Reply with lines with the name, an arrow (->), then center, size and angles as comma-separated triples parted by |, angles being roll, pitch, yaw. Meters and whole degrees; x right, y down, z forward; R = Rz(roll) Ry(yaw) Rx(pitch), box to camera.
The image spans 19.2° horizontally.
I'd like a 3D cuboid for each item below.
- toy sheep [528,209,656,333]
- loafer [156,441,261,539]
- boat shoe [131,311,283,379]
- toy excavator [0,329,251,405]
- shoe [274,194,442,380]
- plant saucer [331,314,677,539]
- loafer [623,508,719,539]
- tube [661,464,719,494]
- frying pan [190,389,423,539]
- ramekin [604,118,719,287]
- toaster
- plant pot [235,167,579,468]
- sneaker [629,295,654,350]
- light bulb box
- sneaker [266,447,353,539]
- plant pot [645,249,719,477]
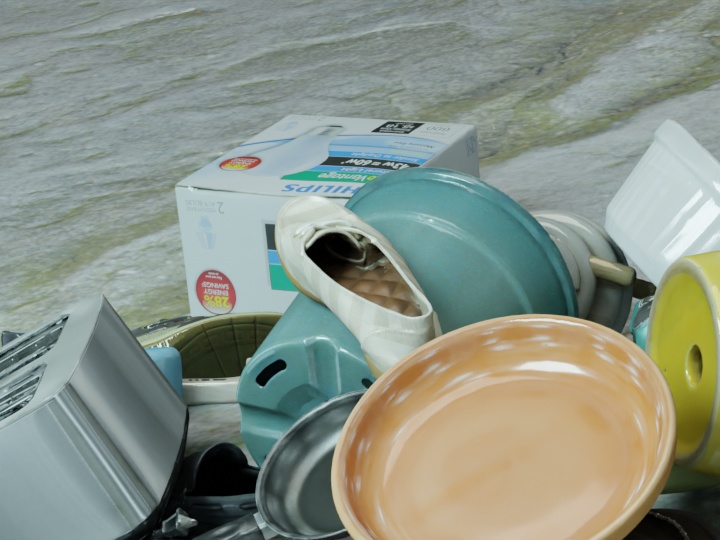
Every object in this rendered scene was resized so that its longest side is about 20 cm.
toy sheep -> 0.145, 0.016, 1.602 | 0.137, 0.139, 0.200 | 0, -12, 16
loafer -> -0.095, 0.146, 1.425 | 0.200, 0.071, 0.068 | 13, 28, 44
boat shoe -> -0.141, 0.065, 1.652 | 0.200, 0.072, 0.066 | -16, 27, -10
toy excavator -> -0.144, 0.091, 1.548 | 0.198, 0.101, 0.194 | 1, 2, 10
shoe -> 0.000, 0.000, 1.364 | 0.070, 0.054, 0.200 | -22, 41, -17
plant saucer -> 0.083, 0.107, 1.202 | 0.199, 0.038, 0.201 | -12, 41, 11
loafer -> 0.135, 0.170, 1.272 | 0.071, 0.074, 0.199 | 13, -5, -37
tube -> 0.176, 0.120, 1.344 | 0.058, 0.052, 0.199 | -40, -22, 30
frying pan -> -0.035, 0.146, 1.274 | 0.190, 0.031, 0.115 | -47, 37, -17
ramekin -> 0.267, -0.009, 1.563 | 0.094, 0.202, 0.202 | -45, 21, 7
toaster -> -0.205, 0.124, 1.367 | 0.199, 0.119, 0.181 | -29, 18, 13
plant pot -> 0.023, 0.063, 1.465 | 0.199, 0.201, 0.196 | 5, 32, 29
sneaker -> 0.229, 0.028, 1.447 | 0.080, 0.201, 0.071 | 39, 17, 20
light bulb box -> -0.023, -0.042, 1.819 | 0.197, 0.126, 0.200 | 5, 23, 27
sneaker -> -0.018, 0.185, 1.317 | 0.200, 0.085, 0.075 | -44, 36, -19
plant pot -> 0.284, 0.059, 1.306 | 0.187, 0.202, 0.201 | 1, 19, -13
